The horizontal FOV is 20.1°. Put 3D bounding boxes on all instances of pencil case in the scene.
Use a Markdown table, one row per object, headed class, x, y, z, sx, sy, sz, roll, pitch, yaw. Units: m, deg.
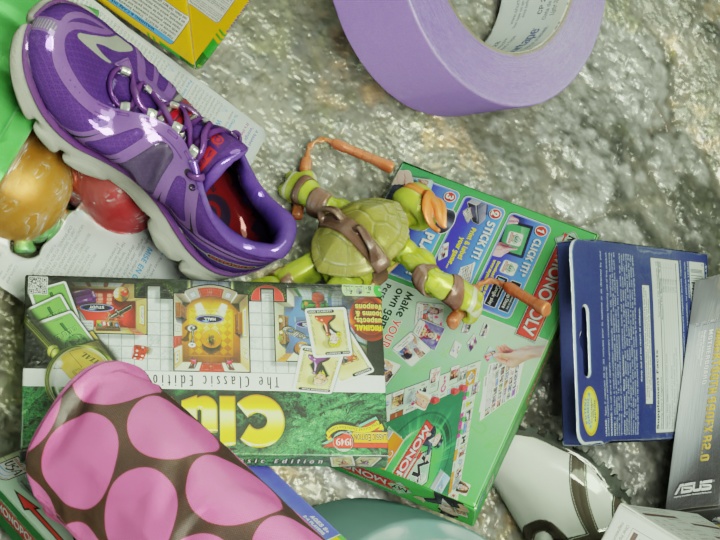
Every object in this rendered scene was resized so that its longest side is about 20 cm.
| class | x | y | z | sx | sy | sz | roll | pitch | yaw |
| --- | --- | --- | --- | --- | --- | --- | --- | --- | --- |
| pencil case | -0.085 | 0.132 | 0.994 | 0.094 | 0.200 | 0.091 | -54 | 141 | 6 |

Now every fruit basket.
| class | x | y | z | sx | sy | sz | roll | pitch | yaw |
| --- | --- | --- | --- | --- | --- | --- | --- | --- | --- |
| fruit basket | -0.170 | -0.065 | 1.177 | 0.200 | 0.094 | 0.186 | 39 | 61 | -26 |

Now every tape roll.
| class | x | y | z | sx | sy | sz | roll | pitch | yaw |
| --- | --- | --- | --- | --- | --- | --- | --- | --- | --- |
| tape roll | 0.070 | -0.200 | 1.288 | 0.200 | 0.066 | 0.201 | 5 | 83 | -44 |

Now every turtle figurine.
| class | x | y | z | sx | sy | sz | roll | pitch | yaw |
| --- | --- | --- | --- | --- | --- | --- | --- | --- | --- |
| turtle figurine | 0.000 | 0.000 | 1.195 | 0.161 | 0.064 | 0.200 | -42 | 61 | -18 |

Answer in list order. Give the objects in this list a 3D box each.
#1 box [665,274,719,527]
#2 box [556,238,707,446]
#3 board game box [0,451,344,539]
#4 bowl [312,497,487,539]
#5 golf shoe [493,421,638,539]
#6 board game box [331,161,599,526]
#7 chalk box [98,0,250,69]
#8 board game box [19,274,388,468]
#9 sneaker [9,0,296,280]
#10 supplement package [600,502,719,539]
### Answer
| class | x | y | z | sx | sy | sz | roll | pitch | yaw |
| --- | --- | --- | --- | --- | --- | --- | --- | --- | --- |
| box | 0.285 | 0.110 | 1.303 | 0.200 | 0.048 | 0.159 | 28 | 63 | -34 |
| box | 0.163 | 0.045 | 1.241 | 0.200 | 0.032 | 0.122 | 6 | 82 | -59 |
| board game box | -0.093 | 0.147 | 1.079 | 0.134 | 0.029 | 0.200 | -22 | 44 | -34 |
| bowl | 0.026 | 0.219 | 1.147 | 0.200 | 0.105 | 0.202 | 8 | 71 | -23 |
| golf shoe | 0.131 | 0.177 | 1.226 | 0.200 | 0.078 | 0.095 | 45 | 61 | -4 |
| board game box | 0.046 | 0.040 | 1.228 | 0.134 | 0.029 | 0.200 | 22 | 63 | 12 |
| chalk box | -0.087 | -0.247 | 1.230 | 0.124 | 0.124 | 0.200 | 35 | 45 | -9 |
| board game box | -0.085 | 0.055 | 1.114 | 0.199 | 0.023 | 0.105 | 1 | 67 | -10 |
| sneaker | -0.106 | -0.077 | 1.119 | 0.200 | 0.083 | 0.081 | 44 | 58 | -26 |
| supplement package | 0.164 | 0.244 | 1.114 | 0.111 | 0.156 | 0.201 | 30 | 95 | 26 |
